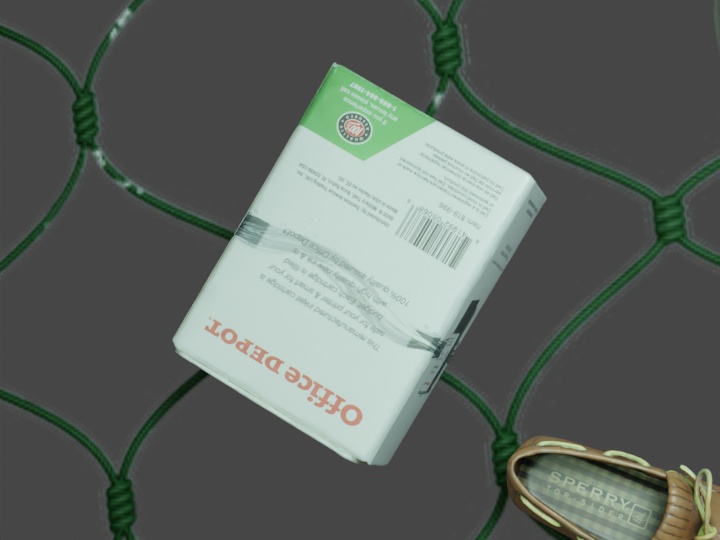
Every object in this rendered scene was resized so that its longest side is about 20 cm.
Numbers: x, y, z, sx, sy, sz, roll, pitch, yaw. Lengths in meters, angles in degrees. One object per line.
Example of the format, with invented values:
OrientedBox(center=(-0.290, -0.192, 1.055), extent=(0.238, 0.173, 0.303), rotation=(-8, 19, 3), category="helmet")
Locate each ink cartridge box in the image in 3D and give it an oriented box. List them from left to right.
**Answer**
OrientedBox(center=(0.000, 0.000, 1.379), extent=(0.146, 0.083, 0.200), rotation=(32, 90, 12), category="ink cartridge box")

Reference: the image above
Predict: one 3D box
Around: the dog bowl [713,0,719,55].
OrientedBox(center=(0.309, -0.162, 1.349), extent=(0.199, 0.059, 0.201), rotation=(-1, 84, 11), category="dog bowl")

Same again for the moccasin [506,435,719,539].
OrientedBox(center=(0.181, 0.147, 1.330), extent=(0.201, 0.078, 0.074), rotation=(26, 89, 13), category="moccasin")
